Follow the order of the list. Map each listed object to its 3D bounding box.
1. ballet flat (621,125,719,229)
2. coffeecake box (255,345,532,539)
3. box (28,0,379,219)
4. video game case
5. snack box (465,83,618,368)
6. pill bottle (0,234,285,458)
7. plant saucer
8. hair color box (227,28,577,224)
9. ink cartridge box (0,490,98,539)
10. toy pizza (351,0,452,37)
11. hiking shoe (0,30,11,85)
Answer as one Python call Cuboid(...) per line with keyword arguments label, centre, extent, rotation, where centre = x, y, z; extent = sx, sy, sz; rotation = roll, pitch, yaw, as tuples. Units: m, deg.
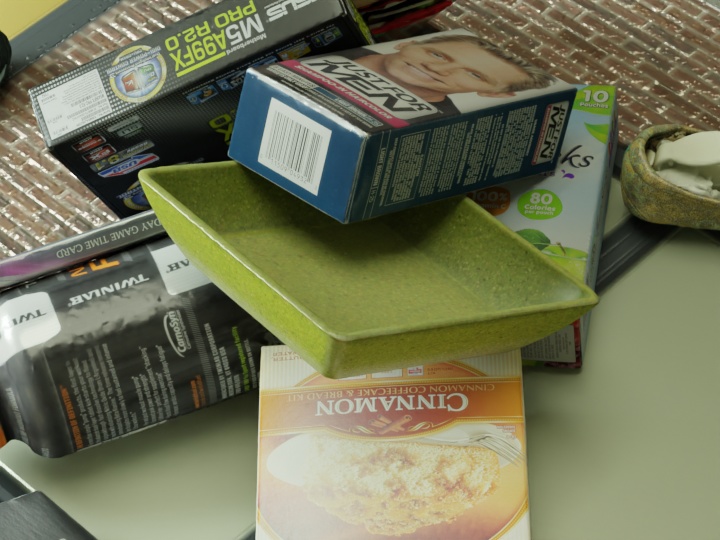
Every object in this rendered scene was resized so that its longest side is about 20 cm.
Cuboid(label="ballet flat", centre=(0.257, -0.054, 1.708), extent=(0.199, 0.071, 0.071), rotation=(7, 49, 14))
Cuboid(label="coffeecake box", centre=(0.020, 0.136, 1.570), extent=(0.153, 0.073, 0.201), rotation=(-3, 47, 3))
Cuboid(label="box", centre=(-0.086, -0.107, 1.719), extent=(0.199, 0.160, 0.044), rotation=(-24, 69, 6))
Cuboid(label="video game case", centre=(-0.155, -0.019, 1.711), extent=(0.199, 0.143, 0.019), rotation=(-18, 91, -10))
Cuboid(label="snack box", centre=(0.079, -0.033, 1.732), extent=(0.141, 0.053, 0.201), rotation=(4, 47, 11))
Cuboid(label="pill bottle", centre=(-0.151, 0.047, 1.654), extent=(0.199, 0.107, 0.106), rotation=(-19, 48, -10))
Cuboid(label="plant saucer", centre=(0.000, 0.000, 1.585), extent=(0.199, 0.048, 0.200), rotation=(-7, 32, -39))
Cuboid(label="hair color box", centre=(0.027, -0.089, 1.657), extent=(0.100, 0.061, 0.200), rotation=(31, 29, 32))
Cuboid(label="ink cartridge box", centre=(-0.193, 0.209, 1.504), extent=(0.199, 0.047, 0.197), rotation=(-17, 42, -44))
Cuboid(label="toy pizza", centre=(-0.024, -0.161, 1.812), extent=(0.199, 0.032, 0.200), rotation=(-14, 2, 1))
Cuboid(label="hiking shoe", centre=(-0.326, -0.124, 1.850), extent=(0.199, 0.087, 0.074), rotation=(-25, 49, -15))
